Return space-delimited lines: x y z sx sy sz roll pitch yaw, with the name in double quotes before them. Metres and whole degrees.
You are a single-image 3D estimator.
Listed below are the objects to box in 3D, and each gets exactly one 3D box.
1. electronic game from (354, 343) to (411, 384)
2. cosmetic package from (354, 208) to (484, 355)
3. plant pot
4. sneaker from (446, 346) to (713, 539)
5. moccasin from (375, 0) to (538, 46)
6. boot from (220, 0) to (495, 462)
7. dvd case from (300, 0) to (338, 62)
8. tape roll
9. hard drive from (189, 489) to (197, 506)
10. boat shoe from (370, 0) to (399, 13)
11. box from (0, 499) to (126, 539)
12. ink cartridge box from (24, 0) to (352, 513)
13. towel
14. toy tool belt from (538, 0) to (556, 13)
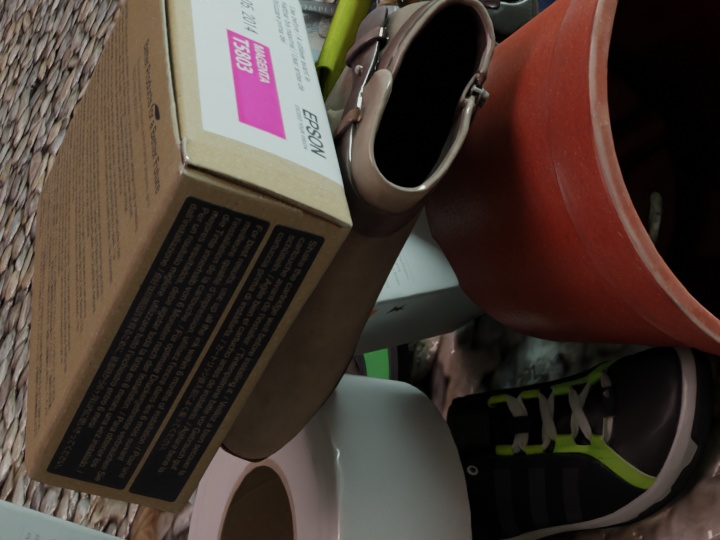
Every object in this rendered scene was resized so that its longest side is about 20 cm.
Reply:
"electronic game" -0.031 0.107 0.946 0.200 0.041 0.201 -41 37 40
"cosmetic package" 0.000 0.000 0.796 0.101 0.199 0.072 -36 72 45
"plant pot" 0.132 -0.050 0.635 0.195 0.200 0.202 -14 56 66
"sneaker" 0.081 0.090 0.715 0.200 0.082 0.072 -39 39 42
"moccasin" 0.049 -0.146 0.763 0.078 0.073 0.203 -174 84 -78
"boot" -0.005 -0.021 0.624 0.146 0.070 0.201 146 143 -70
"dvd case" -0.010 -0.094 0.963 0.022 0.145 0.201 101 174 -54
"tape roll" -0.024 0.150 0.733 0.202 0.070 0.204 -34 51 57
"hard drive" -0.120 0.040 0.997 0.132 0.026 0.201 -124 32 -55
"boat shoe" 0.033 -0.171 0.972 0.091 0.070 0.202 149 106 -75
"box" -0.206 0.232 0.990 0.152 0.199 0.107 -19 53 56
"ink cartridge box" -0.082 -0.026 0.638 0.165 0.075 0.201 -57 26 30
"towel" 0.005 -0.162 0.726 0.086 0.018 0.201 104 -176 -67
"toy tool belt" 0.125 -0.165 0.792 0.200 0.125 0.124 -15 48 57
